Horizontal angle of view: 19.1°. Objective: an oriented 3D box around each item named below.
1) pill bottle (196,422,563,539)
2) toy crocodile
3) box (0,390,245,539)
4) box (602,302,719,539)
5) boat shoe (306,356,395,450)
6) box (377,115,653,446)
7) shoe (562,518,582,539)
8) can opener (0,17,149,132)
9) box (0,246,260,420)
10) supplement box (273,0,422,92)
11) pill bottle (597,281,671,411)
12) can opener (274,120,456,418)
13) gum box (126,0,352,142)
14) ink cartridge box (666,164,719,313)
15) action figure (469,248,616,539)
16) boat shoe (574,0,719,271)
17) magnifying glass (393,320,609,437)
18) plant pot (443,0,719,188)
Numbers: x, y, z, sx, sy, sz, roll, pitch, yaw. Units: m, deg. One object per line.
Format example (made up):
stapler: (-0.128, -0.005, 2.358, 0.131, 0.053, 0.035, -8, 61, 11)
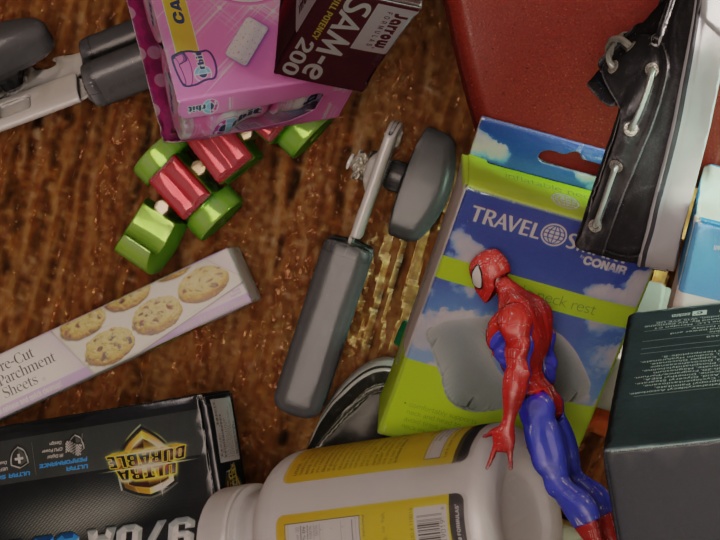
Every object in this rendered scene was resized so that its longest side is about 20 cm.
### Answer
pill bottle: (0.009, 0.155, 1.248, 0.200, 0.112, 0.112, -10, 92, 28)
toy crocodile: (-0.081, -0.081, 1.350, 0.200, 0.062, 0.068, -44, 88, 6)
box: (-0.165, 0.168, 1.352, 0.200, 0.046, 0.159, -10, 87, 22)
box: (0.184, 0.113, 1.024, 0.107, 0.200, 0.149, -7, 105, 12)
boat shoe: (-0.016, 0.150, 1.354, 0.071, 0.064, 0.200, 26, 96, 4)
box: (0.095, 0.020, 1.238, 0.122, 0.048, 0.200, 15, 121, -6)
shoe: (0.161, 0.222, 1.320, 0.200, 0.053, 0.070, 40, 102, 22)
can opener: (-0.166, -0.141, 1.350, 0.200, 0.053, 0.067, -21, 132, 7)
box: (-0.161, 0.042, 1.377, 0.200, 0.039, 0.042, -24, 89, 7)
supplement box: (-0.003, -0.218, 1.236, 0.061, 0.109, 0.201, 10, 65, -15)
pill bottle: (0.248, 0.067, 1.296, 0.199, 0.112, 0.113, 14, 95, 6)
can opener: (0.000, 0.000, 1.349, 0.066, 0.053, 0.200, 23, 96, 4)
gum box: (-0.081, -0.176, 1.296, 0.113, 0.066, 0.200, -11, 72, -17)
ink cartridge box: (0.223, 0.063, 1.174, 0.128, 0.125, 0.200, 14, 109, 6)
action figure: (0.099, 0.084, 1.180, 0.052, 0.065, 0.201, -18, 85, 24)
boat shoe: (0.156, -0.101, 1.142, 0.068, 0.072, 0.201, 12, 109, 6)
magnifying glass: (0.115, 0.077, 1.337, 0.200, 0.080, 0.022, 25, 92, -6)
plant pot: (0.146, -0.149, 1.265, 0.199, 0.200, 0.177, 1, 107, 6)
